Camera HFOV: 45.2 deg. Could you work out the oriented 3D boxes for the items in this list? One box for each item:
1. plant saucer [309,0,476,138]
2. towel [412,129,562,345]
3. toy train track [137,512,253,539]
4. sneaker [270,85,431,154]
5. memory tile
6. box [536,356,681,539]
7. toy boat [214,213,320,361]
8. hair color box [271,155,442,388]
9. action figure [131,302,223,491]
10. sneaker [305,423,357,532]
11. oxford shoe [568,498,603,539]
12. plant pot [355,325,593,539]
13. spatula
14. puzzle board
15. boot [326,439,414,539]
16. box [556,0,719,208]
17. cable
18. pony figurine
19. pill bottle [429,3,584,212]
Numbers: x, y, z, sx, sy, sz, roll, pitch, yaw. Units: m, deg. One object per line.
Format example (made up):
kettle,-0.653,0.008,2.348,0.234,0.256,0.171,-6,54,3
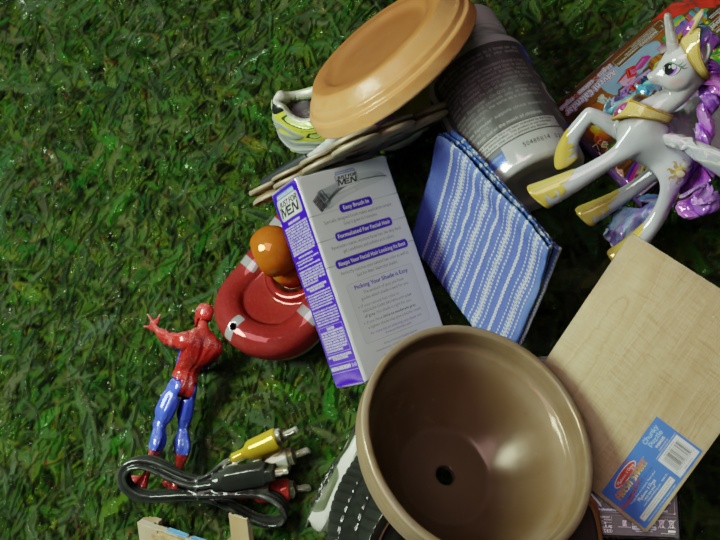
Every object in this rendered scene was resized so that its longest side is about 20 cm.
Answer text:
plant saucer,0.023,-0.213,0.859,0.199,0.038,0.201,-32,29,20
towel,0.108,-0.024,0.826,0.023,0.146,0.201,-6,40,-26
toy train track,-0.143,0.283,0.882,0.197,0.032,0.117,7,110,29
sneaker,-0.009,-0.176,0.971,0.197,0.076,0.077,-8,67,16
memory tile,-0.015,-0.117,0.885,0.199,0.152,0.017,-20,94,50
box,0.185,0.161,0.793,0.197,0.050,0.160,-4,70,20
toy boat,-0.077,-0.005,0.907,0.130,0.131,0.201,36,86,28
hair color box,0.000,0.000,0.848,0.065,0.108,0.203,-20,87,58
action figure,-0.207,0.127,0.944,0.098,0.065,0.203,20,91,53
sneaker,0.029,0.182,0.849,0.088,0.077,0.202,32,85,0
oxford shoe,0.159,0.284,0.718,0.070,0.072,0.204,11,94,17
plant pot,0.084,0.155,0.722,0.197,0.093,0.204,9,56,-13
spatula,-0.045,-0.136,0.964,0.199,0.056,0.021,-29,37,33
puzzle board,0.237,0.093,0.736,0.150,0.017,0.202,36,101,24
boot,0.035,0.260,0.790,0.077,0.138,0.202,-4,54,50
box,0.312,-0.178,0.868,0.199,0.039,0.137,-41,63,4
cable,-0.146,0.218,0.888,0.196,0.050,0.099,-8,103,10
pony figurine,0.274,-0.099,0.756,0.200,0.192,0.167,-47,15,27
pill bottle,0.138,-0.166,0.889,0.113,0.114,0.202,-27,65,10
